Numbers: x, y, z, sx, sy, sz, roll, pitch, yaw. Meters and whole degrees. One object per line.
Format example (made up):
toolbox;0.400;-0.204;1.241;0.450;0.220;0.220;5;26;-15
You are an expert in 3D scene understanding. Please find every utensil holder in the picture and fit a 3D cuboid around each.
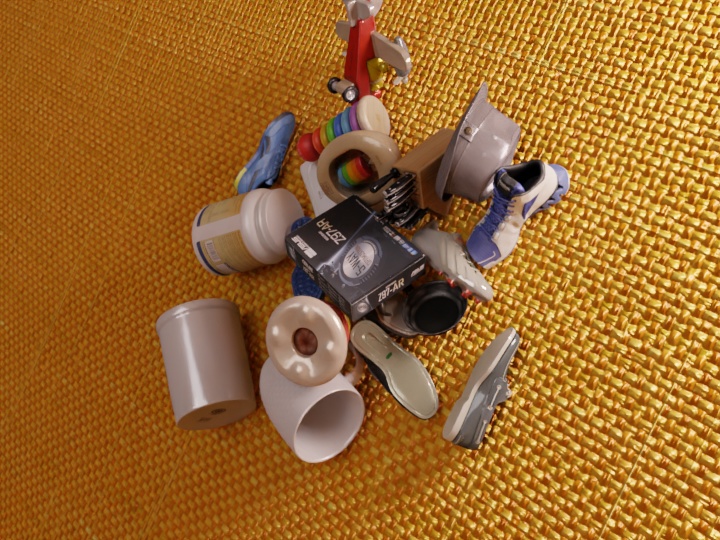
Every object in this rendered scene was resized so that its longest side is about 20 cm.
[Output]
utensil holder;-0.294;0.182;1.576;0.168;0.169;0.204;-30;63;26

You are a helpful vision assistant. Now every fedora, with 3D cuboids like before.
fedora;0.199;-0.190;1.323;0.089;0.178;0.202;26;67;14

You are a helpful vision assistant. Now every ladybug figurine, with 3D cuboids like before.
ladybug figurine;0.001;-0.184;1.455;0.198;0.072;0.137;-18;110;45

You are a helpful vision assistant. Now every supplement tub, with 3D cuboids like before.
supplement tub;-0.217;-0.077;1.603;0.196;0.143;0.148;-12;70;34

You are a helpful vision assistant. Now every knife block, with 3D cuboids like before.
knife block;0.095;-0.164;1.371;0.063;0.174;0.205;18;88;37

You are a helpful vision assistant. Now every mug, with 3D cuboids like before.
mug;-0.079;0.201;1.433;0.200;0.148;0.175;-43;46;-7

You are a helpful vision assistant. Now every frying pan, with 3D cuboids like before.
frying pan;0.093;0.058;1.374;0.186;0.031;0.116;11;53;32

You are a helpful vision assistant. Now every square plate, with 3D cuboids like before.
square plate;-0.028;-0.175;1.561;0.196;0.028;0.204;-33;60;25

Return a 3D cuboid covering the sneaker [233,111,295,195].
sneaker;-0.178;-0.224;1.671;0.078;0.066;0.202;40;103;25

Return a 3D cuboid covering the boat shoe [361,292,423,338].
boat shoe;0.036;0.069;1.437;0.198;0.058;0.067;32;61;34

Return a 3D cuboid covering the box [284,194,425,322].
box;-0.010;-0.026;1.374;0.158;0.044;0.200;-31;52;-21

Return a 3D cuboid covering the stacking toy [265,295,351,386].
stacking toy;-0.059;0.098;1.390;0.142;0.199;0.150;5;103;20

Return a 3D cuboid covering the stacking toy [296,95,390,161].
stacking toy;-0.041;-0.250;1.531;0.197;0.084;0.088;-19;66;38

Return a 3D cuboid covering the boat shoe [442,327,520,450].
boat shoe;0.201;0.186;1.281;0.061;0.073;0.203;30;90;-5

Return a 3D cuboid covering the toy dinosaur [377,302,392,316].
toy dinosaur;0.000;0.000;1.416;0.102;0.078;0.199;-39;47;-14

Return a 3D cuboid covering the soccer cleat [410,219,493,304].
soccer cleat;0.155;-0.019;1.351;0.078;0.069;0.199;-50;47;0

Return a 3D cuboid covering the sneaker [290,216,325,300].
sneaker;-0.087;-0.002;1.503;0.068;0.079;0.204;-13;51;10

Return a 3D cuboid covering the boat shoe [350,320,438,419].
boat shoe;0.061;0.170;1.383;0.071;0.068;0.200;-38;66;-13

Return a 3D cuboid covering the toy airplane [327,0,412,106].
toy airplane;0.023;-0.415;1.518;0.199;0.138;0.205;-37;65;56

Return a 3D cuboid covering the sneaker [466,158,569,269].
sneaker;0.229;-0.106;1.292;0.200;0.114;0.081;-47;54;17
